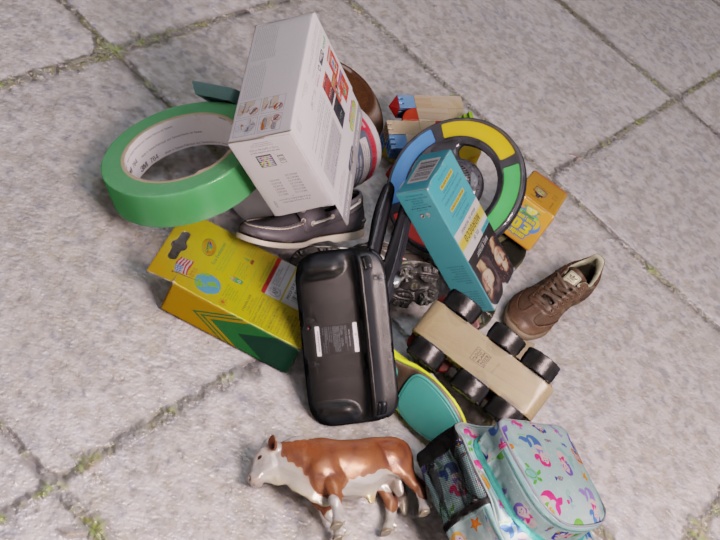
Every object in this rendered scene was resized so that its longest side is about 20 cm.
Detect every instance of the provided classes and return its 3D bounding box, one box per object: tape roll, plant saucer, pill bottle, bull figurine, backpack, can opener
[{"bbox_3d":[-0.213,-0.132,1.385,0.200,0.048,0.201,-9,38,7],"label":"tape roll"},{"bbox_3d":[-0.050,-0.262,1.698,0.200,0.037,0.201,17,43,-17],"label":"plant saucer"},{"bbox_3d":[-0.077,-0.138,1.493,0.120,0.120,0.200,44,47,14],"label":"pill bottle"},{"bbox_3d":[-0.019,0.224,1.218,0.199,0.065,0.122,-3,54,-32],"label":"bull figurine"},{"bbox_3d":[0.172,0.263,1.232,0.177,0.150,0.200,14,49,-44],"label":"backpack"},{"bbox_3d":[-0.144,-0.209,1.513,0.070,0.019,0.200,14,-4,28],"label":"plant saucer"},{"bbox_3d":[0.028,-0.019,1.380,0.063,0.079,0.200,24,63,-4],"label":"can opener"}]

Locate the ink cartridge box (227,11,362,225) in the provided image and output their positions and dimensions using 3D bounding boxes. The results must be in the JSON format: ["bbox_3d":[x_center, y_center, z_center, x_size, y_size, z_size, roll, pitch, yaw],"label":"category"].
[{"bbox_3d":[-0.071,-0.173,1.368,0.084,0.176,0.200,-8,50,20],"label":"ink cartridge box"}]

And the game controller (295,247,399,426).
[{"bbox_3d":[-0.015,0.076,1.293,0.104,0.201,0.042,-6,3,2],"label":"game controller"}]

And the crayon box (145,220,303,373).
[{"bbox_3d":[-0.147,0.022,1.349,0.200,0.051,0.127,29,41,-4],"label":"crayon box"}]

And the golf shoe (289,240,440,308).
[{"bbox_3d":[0.000,0.000,1.457,0.199,0.078,0.095,10,21,-18],"label":"golf shoe"}]

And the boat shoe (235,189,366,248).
[{"bbox_3d":[-0.071,-0.068,1.411,0.200,0.063,0.073,-8,23,-44],"label":"boat shoe"}]

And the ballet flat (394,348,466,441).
[{"bbox_3d":[0.053,0.130,1.359,0.200,0.067,0.067,37,22,9],"label":"ballet flat"}]

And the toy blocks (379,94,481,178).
[{"bbox_3d":[0.091,-0.184,1.674,0.136,0.100,0.201,0,58,-14],"label":"toy blocks"}]

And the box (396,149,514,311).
[{"bbox_3d":[0.122,-0.046,1.431,0.200,0.049,0.082,58,44,-29],"label":"box"}]

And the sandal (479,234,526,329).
[{"bbox_3d":[0.163,0.005,1.552,0.080,0.057,0.201,35,52,-3],"label":"sandal"}]

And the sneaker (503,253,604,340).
[{"bbox_3d":[0.269,0.027,1.574,0.070,0.076,0.200,43,42,14],"label":"sneaker"}]

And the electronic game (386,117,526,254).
[{"bbox_3d":[0.128,-0.115,1.549,0.200,0.200,0.042,58,9,27],"label":"electronic game"}]

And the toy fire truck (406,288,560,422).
[{"bbox_3d":[0.157,0.106,1.421,0.176,0.200,0.129,37,83,8],"label":"toy fire truck"}]

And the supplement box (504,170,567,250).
[{"bbox_3d":[0.245,-0.089,1.631,0.066,0.069,0.200,37,17,6],"label":"supplement box"}]
